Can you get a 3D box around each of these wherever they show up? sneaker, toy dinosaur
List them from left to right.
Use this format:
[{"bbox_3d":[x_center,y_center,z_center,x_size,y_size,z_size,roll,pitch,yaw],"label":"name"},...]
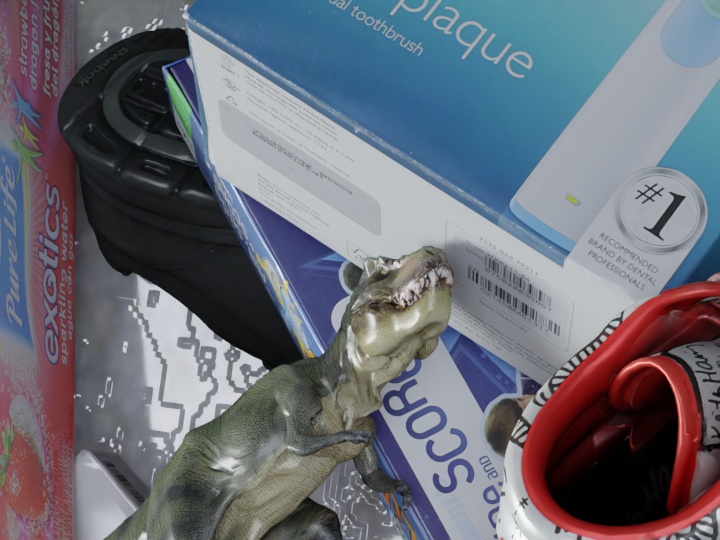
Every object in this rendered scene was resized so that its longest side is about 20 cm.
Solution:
[{"bbox_3d":[-0.035,0.077,0.699,0.200,0.047,0.088,-37,61,20],"label":"toy dinosaur"},{"bbox_3d":[0.000,0.000,0.818,0.199,0.091,0.076,29,57,16],"label":"sneaker"},{"bbox_3d":[0.121,0.035,0.642,0.201,0.108,0.067,-26,56,-11],"label":"sneaker"}]

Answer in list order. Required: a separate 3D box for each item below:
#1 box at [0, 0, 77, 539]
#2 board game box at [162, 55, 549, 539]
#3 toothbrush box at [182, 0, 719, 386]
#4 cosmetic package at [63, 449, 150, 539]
[{"bbox_3d":[-0.147,-0.001,0.808,0.102,0.095,0.201,-6,72,17],"label":"box"},{"bbox_3d":[0.048,0.000,0.745,0.135,0.035,0.201,-25,67,-9],"label":"board game box"},{"bbox_3d":[0.071,-0.081,0.716,0.146,0.085,0.200,34,69,15],"label":"toothbrush box"},{"bbox_3d":[-0.042,0.156,0.832,0.083,0.051,0.200,-43,82,1],"label":"cosmetic package"}]
